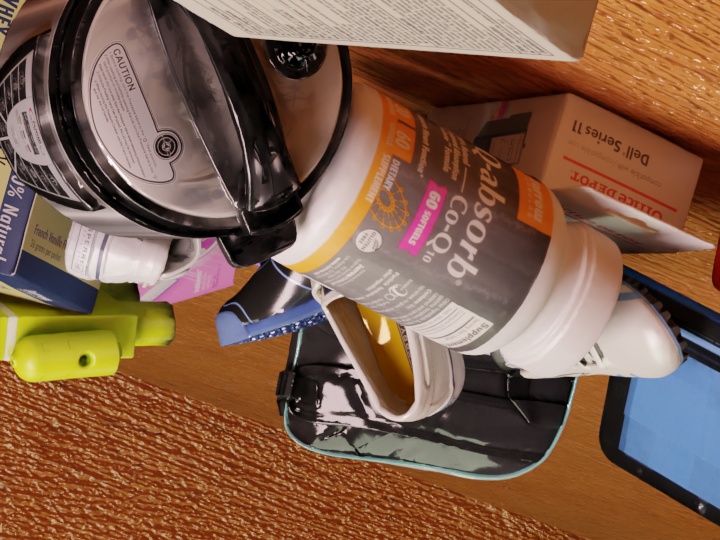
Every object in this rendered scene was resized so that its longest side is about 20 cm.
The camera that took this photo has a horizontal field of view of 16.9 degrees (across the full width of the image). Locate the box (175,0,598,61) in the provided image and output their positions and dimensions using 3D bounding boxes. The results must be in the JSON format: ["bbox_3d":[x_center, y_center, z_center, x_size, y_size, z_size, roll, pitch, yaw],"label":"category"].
[{"bbox_3d":[-0.002,-0.167,1.051,0.200,0.109,0.128,9,168,37],"label":"box"}]

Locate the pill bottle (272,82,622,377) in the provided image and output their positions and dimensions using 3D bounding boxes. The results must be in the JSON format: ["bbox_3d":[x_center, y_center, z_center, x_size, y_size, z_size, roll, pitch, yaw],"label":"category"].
[{"bbox_3d":[0.048,-0.019,1.425,0.200,0.117,0.116,27,167,-23],"label":"pill bottle"}]

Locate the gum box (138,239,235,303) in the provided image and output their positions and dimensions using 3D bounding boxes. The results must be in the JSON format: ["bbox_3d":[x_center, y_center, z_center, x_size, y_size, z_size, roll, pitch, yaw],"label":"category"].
[{"bbox_3d":[-0.147,-0.044,1.736,0.113,0.066,0.200,-17,153,-18],"label":"gum box"}]

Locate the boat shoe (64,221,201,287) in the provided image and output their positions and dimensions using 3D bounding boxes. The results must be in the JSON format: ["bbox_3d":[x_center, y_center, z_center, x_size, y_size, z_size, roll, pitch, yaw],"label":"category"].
[{"bbox_3d":[-0.133,-0.018,1.531,0.067,0.074,0.200,18,-166,4],"label":"boat shoe"}]

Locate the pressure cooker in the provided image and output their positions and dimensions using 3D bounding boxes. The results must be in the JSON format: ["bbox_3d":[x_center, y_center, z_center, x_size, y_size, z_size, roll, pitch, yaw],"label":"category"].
[{"bbox_3d":[-0.101,-0.105,1.348,0.176,0.179,0.200,26,171,-22],"label":"pressure cooker"}]

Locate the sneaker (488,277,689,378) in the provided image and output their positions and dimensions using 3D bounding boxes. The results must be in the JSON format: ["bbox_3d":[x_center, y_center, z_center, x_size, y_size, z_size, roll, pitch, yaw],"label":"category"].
[{"bbox_3d":[0.129,0.042,1.522,0.200,0.072,0.072,8,131,56],"label":"sneaker"}]

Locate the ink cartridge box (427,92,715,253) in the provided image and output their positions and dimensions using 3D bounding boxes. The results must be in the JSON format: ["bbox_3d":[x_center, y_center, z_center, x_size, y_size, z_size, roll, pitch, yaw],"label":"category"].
[{"bbox_3d":[0.133,-0.060,1.542,0.117,0.067,0.200,23,169,-29],"label":"ink cartridge box"}]

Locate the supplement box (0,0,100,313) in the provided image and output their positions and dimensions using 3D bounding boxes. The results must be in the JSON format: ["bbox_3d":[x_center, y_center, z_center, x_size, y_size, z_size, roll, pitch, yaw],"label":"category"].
[{"bbox_3d":[-0.260,-0.097,1.569,0.199,0.200,0.134,12,172,17],"label":"supplement box"}]

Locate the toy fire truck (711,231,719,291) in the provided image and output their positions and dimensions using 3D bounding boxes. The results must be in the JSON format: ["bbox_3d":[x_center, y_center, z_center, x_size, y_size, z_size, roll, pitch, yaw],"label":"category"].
[{"bbox_3d":[0.291,-0.022,1.423,0.176,0.129,0.200,12,179,21],"label":"toy fire truck"}]

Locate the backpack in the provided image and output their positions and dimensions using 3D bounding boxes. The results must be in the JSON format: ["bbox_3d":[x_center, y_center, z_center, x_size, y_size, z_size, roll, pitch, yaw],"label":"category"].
[{"bbox_3d":[0.058,0.052,1.688,0.200,0.176,0.153,11,-172,11],"label":"backpack"}]

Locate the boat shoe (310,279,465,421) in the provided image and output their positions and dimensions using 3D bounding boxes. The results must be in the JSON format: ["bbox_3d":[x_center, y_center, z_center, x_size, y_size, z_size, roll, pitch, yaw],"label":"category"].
[{"bbox_3d":[0.000,0.000,1.491,0.071,0.200,0.070,-20,-179,28],"label":"boat shoe"}]

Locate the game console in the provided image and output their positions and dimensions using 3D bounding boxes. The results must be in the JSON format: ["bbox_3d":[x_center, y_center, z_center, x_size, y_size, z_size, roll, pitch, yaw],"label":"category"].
[{"bbox_3d":[0.210,0.088,1.554,0.200,0.118,0.171,29,180,40],"label":"game console"}]

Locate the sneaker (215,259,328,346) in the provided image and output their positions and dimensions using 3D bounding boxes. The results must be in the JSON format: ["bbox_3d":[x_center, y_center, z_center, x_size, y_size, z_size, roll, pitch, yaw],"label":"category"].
[{"bbox_3d":[-0.020,-0.014,1.578,0.200,0.078,0.070,-25,171,29],"label":"sneaker"}]

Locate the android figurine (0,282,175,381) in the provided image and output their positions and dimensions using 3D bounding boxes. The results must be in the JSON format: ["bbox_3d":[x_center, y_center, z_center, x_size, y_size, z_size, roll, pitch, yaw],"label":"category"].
[{"bbox_3d":[-0.232,0.031,1.630,0.200,0.041,0.182,-2,-163,-31],"label":"android figurine"}]

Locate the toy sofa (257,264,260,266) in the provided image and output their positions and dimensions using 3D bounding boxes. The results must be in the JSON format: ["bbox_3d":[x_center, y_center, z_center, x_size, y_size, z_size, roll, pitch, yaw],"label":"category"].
[{"bbox_3d":[-0.071,-0.040,1.886,0.200,0.098,0.083,15,170,-1],"label":"toy sofa"}]
